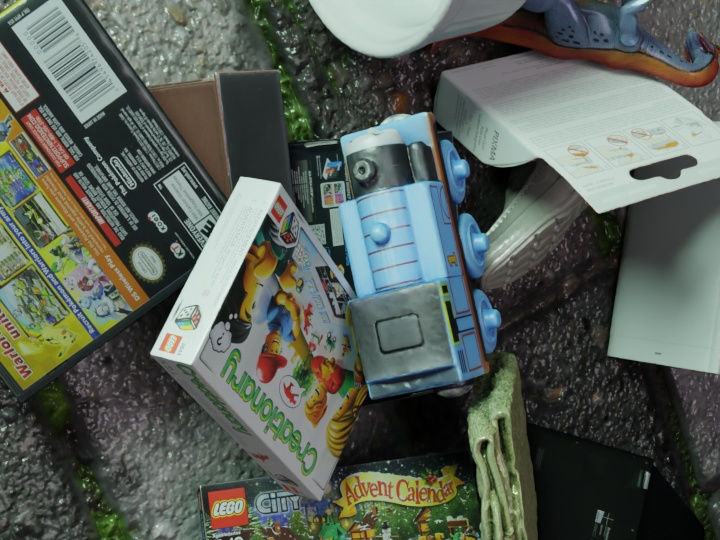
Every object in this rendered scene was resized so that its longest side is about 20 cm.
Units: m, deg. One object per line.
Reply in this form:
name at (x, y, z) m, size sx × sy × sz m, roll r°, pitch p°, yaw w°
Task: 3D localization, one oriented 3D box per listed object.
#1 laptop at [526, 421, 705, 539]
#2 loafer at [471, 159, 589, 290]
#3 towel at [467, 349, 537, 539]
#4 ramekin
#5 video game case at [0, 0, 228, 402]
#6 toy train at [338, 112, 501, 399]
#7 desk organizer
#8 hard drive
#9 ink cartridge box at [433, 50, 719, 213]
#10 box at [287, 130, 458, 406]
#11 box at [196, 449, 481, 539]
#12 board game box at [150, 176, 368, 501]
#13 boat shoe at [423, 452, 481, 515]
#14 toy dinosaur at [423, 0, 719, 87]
laptop at (0.182, 0.249, 1.050) m, size 0.199 × 0.116 × 0.188 m, roll 16°, pitch 61°, yaw 7°
loafer at (0.145, -0.063, 1.035) m, size 0.070 × 0.070 × 0.200 m, roll 37°, pitch 63°, yaw 18°
towel at (0.100, 0.143, 0.911) m, size 0.036 × 0.200 × 0.149 m, roll -6°, pitch 101°, yaw 10°
ramekin at (0.043, -0.253, 0.890) m, size 0.097 × 0.200 × 0.202 m, roll -14°, pitch 100°, yaw -36°
video game case at (-0.198, -0.050, 0.801) m, size 0.180 × 0.026 × 0.200 m, roll -36°, pitch 100°, yaw 0°
toy train at (0.036, -0.010, 0.874) m, size 0.114 × 0.086 × 0.201 m, roll -5°, pitch 83°, yaw -68°
desk organizer at (-0.094, -0.031, 0.876) m, size 0.072 × 0.077 × 0.201 m, roll -17°, pitch 103°, yaw -58°
hard drive at (0.267, -0.021, 1.064) m, size 0.026 × 0.132 × 0.201 m, roll 9°, pitch 88°, yaw -29°
ink cartridge box at (0.174, -0.101, 0.972) m, size 0.159 × 0.200 × 0.047 m, roll -16°, pitch 135°, yaw -26°
box at (0.000, 0.000, 0.961) m, size 0.158 × 0.046 × 0.201 m, roll -9°, pitch 97°, yaw -29°
box at (-0.010, 0.210, 0.917) m, size 0.199 × 0.038 × 0.137 m, roll -6°, pitch 76°, yaw -12°
board game box at (-0.050, 0.050, 0.826) m, size 0.127 × 0.034 × 0.200 m, roll -66°, pitch 148°, yaw -23°
boat shoe at (0.017, 0.227, 0.976) m, size 0.066 × 0.072 × 0.201 m, roll 43°, pitch 71°, yaw -14°
toy dinosaur at (0.186, -0.188, 1.007) m, size 0.181 × 0.105 × 0.200 m, roll 44°, pitch 116°, yaw -9°
